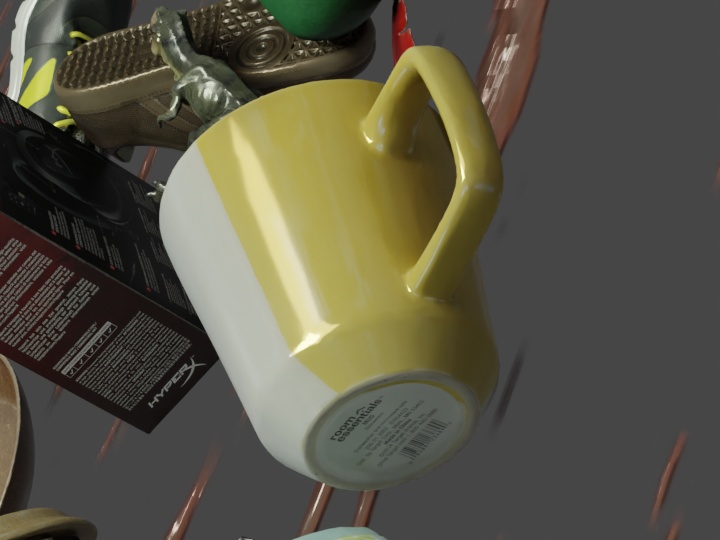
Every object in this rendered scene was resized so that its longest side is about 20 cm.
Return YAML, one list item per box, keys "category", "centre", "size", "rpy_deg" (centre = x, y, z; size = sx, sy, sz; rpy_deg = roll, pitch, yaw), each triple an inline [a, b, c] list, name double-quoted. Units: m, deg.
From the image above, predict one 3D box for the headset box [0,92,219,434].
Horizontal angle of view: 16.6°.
- category: "headset box"
  centre: [-0.180, -0.019, 1.339]
  size: [0.077, 0.200, 0.149]
  rpy_deg: [-48, 36, 16]

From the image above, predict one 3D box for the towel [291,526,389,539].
- category: "towel"
  centre: [-0.034, 0.184, 1.036]
  size: [0.200, 0.048, 0.171]
  rpy_deg: [-21, 29, -23]

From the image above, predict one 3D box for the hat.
- category: "hat"
  centre: [-0.015, -0.131, 1.321]
  size: [0.165, 0.200, 0.176]
  rpy_deg: [-2, 97, 10]

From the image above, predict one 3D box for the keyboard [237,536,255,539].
- category: "keyboard"
  centre: [-0.082, 0.218, 1.189]
  size: [0.104, 0.040, 0.200]
  rpy_deg: [38, 96, 33]

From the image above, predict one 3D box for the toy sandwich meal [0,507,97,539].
- category: "toy sandwich meal"
  centre: [-0.216, 0.197, 1.278]
  size: [0.205, 0.205, 0.070]
  rpy_deg: [-38, 74, 30]

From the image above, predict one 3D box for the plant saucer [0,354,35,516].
- category: "plant saucer"
  centre: [-0.249, 0.141, 1.455]
  size: [0.200, 0.037, 0.201]
  rpy_deg: [-32, 43, 35]

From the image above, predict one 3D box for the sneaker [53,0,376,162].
- category: "sneaker"
  centre: [-0.073, -0.106, 1.396]
  size: [0.200, 0.076, 0.071]
  rpy_deg: [-5, 48, 27]

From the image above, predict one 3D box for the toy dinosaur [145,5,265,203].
- category: "toy dinosaur"
  centre: [-0.062, -0.059, 1.308]
  size: [0.200, 0.047, 0.088]
  rpy_deg: [40, 123, 24]

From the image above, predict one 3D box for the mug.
- category: "mug"
  centre: [-0.008, 0.005, 1.130]
  size: [0.149, 0.187, 0.153]
  rpy_deg: [-15, 50, -5]

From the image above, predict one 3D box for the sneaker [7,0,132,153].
- category: "sneaker"
  centre: [-0.180, -0.101, 1.532]
  size: [0.085, 0.074, 0.200]
  rpy_deg: [24, 94, 51]
